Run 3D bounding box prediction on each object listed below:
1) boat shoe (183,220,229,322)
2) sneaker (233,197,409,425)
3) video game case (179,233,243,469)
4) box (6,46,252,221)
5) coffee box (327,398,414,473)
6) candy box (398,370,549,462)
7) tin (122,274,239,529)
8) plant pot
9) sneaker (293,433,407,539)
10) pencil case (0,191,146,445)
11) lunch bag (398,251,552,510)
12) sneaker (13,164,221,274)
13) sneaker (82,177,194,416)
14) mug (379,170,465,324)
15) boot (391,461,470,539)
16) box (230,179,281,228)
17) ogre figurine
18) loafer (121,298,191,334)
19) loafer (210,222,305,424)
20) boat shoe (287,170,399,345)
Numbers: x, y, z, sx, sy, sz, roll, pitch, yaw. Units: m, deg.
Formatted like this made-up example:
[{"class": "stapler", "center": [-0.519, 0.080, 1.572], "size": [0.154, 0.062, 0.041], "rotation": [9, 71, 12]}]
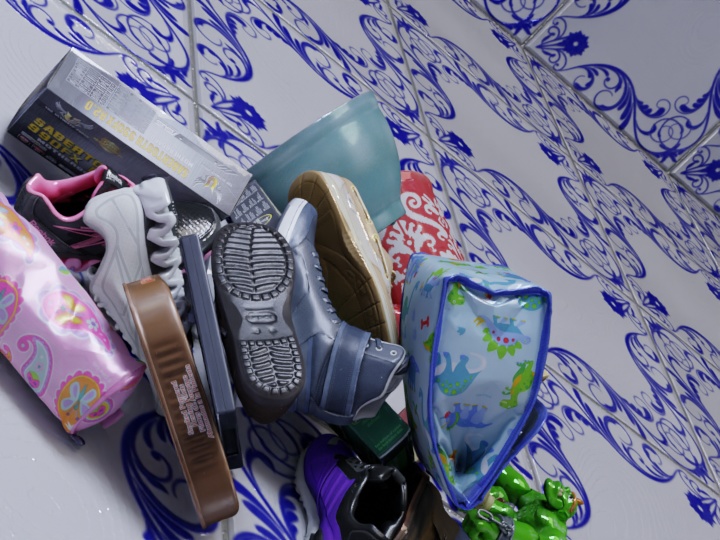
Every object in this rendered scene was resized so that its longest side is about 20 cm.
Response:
[{"class": "boat shoe", "center": [-0.139, -0.004, 1.602], "size": [0.065, 0.074, 0.201], "rotation": [33, 24, -20]}, {"class": "sneaker", "center": [-0.022, 0.040, 1.474], "size": [0.144, 0.077, 0.204], "rotation": [10, 65, 2]}, {"class": "video game case", "center": [-0.119, 0.071, 1.351], "size": [0.200, 0.019, 0.144], "rotation": [94, -17, -72]}, {"class": "box", "center": [-0.213, -0.107, 1.527], "size": [0.199, 0.049, 0.158], "rotation": [35, -21, -16]}, {"class": "coffee box", "center": [-0.031, 0.105, 1.553], "size": [0.200, 0.044, 0.123], "rotation": [46, -11, 16]}, {"class": "candy box", "center": [0.117, 0.138, 1.783], "size": [0.055, 0.115, 0.200], "rotation": [49, 20, 14]}, {"class": "tin", "center": [-0.140, 0.101, 1.307], "size": [0.112, 0.041, 0.202], "rotation": [180, -108, -78]}, {"class": "plant pot", "center": [-0.033, -0.083, 1.811], "size": [0.135, 0.199, 0.200], "rotation": [56, 20, 0]}, {"class": "sneaker", "center": [0.000, 0.197, 1.449], "size": [0.069, 0.099, 0.201], "rotation": [39, 21, -23]}, {"class": "pencil case", "center": [-0.250, 0.035, 1.292], "size": [0.200, 0.087, 0.087], "rotation": [48, 20, 4]}, {"class": "lunch bag", "center": [0.094, 0.097, 1.489], "size": [0.126, 0.202, 0.170], "rotation": [10, 5, -8]}, {"class": "sneaker", "center": [-0.205, -0.047, 1.418], "size": [0.198, 0.096, 0.079], "rotation": [-2, 44, -28]}, {"class": "sneaker", "center": [-0.182, 0.026, 1.385], "size": [0.075, 0.080, 0.202], "rotation": [-136, -143, -75]}, {"class": "mug", "center": [0.044, 0.012, 1.923], "size": [0.134, 0.176, 0.201], "rotation": [84, -19, -59]}, {"class": "boot", "center": [0.062, 0.241, 1.518], "size": [0.097, 0.075, 0.200], "rotation": [47, 11, -3]}, {"class": "box", "center": [-0.060, 0.005, 1.657], "size": [0.162, 0.049, 0.200], "rotation": [55, -1, -22]}, {"class": "ogre figurine", "center": [0.156, 0.246, 1.696], "size": [0.119, 0.099, 0.200], "rotation": [29, -7, -5]}, {"class": "loafer", "center": [-0.204, -0.014, 1.501], "size": [0.072, 0.063, 0.201], "rotation": [17, 35, -50]}, {"class": "loafer", "center": [-0.093, 0.044, 1.392], "size": [0.072, 0.071, 0.201], "rotation": [5, 47, -14]}, {"class": "boat shoe", "center": [0.000, 0.000, 1.542], "size": [0.069, 0.073, 0.202], "rotation": [-8, 76, -51]}]
